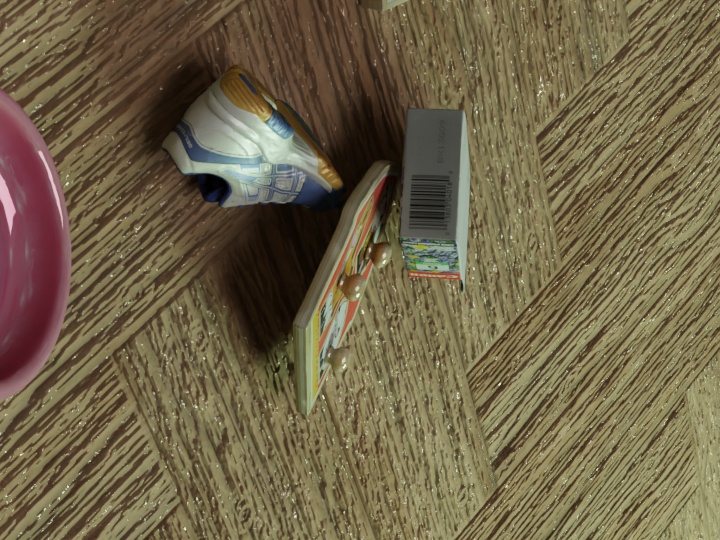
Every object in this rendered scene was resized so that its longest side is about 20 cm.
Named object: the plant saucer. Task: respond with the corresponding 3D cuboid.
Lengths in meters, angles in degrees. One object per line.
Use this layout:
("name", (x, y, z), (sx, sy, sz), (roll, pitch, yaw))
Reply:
("plant saucer", (-0.250, -0.018, 1.010), (0.200, 0.051, 0.201), (-6, 90, -66))

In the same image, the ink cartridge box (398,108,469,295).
("ink cartridge box", (0.064, -0.052, 1.392), (0.200, 0.050, 0.109), (72, 21, -76))

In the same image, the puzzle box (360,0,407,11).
("puzzle box", (0.046, -0.318, 1.313), (0.133, 0.025, 0.200), (-31, 129, -41))

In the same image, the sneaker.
("sneaker", (-0.080, -0.083, 1.242), (0.088, 0.075, 0.200), (-39, 150, 7))

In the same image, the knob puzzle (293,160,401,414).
("knob puzzle", (0.000, 0.000, 1.326), (0.220, 0.030, 0.220), (20, 90, -81))
